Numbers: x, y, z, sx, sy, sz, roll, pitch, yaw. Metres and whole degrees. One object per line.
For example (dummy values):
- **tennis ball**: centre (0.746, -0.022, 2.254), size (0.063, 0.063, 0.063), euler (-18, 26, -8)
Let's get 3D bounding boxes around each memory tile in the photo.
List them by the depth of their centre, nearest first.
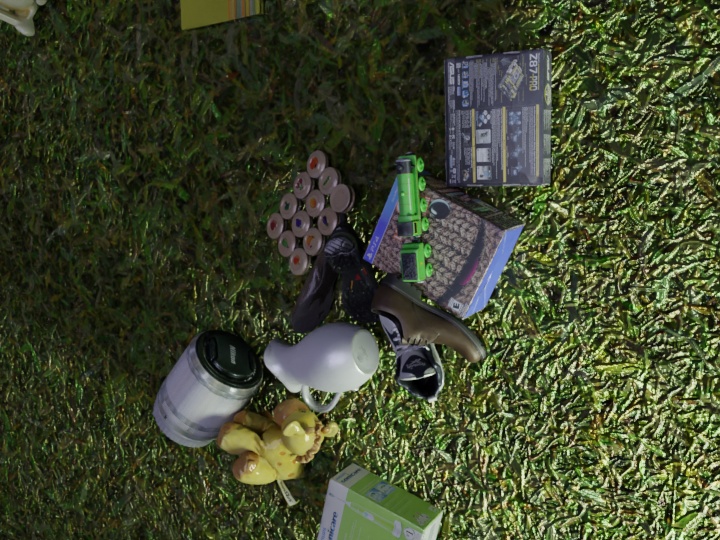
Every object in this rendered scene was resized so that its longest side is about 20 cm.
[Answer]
- **memory tile**: centre (-0.095, -0.103, 1.310), size (0.200, 0.017, 0.154), euler (-53, 53, 25)

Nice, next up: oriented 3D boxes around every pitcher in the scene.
- **pitcher**: centre (-0.055, 0.181, 1.312), size (0.199, 0.121, 0.172), euler (-16, 116, 36)

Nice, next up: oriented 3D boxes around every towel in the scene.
- **towel**: centre (-0.265, -0.513, 1.375), size (0.199, 0.018, 0.087), euler (1, 93, 31)

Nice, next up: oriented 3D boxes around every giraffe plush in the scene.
- **giraffe plush**: centre (-0.140, 0.312, 1.347), size (0.200, 0.172, 0.162), euler (46, 116, 7)

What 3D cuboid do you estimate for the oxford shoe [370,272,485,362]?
- **oxford shoe**: centre (0.103, 0.094, 1.136), size (0.199, 0.073, 0.085), euler (33, 75, 5)

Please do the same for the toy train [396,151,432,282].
- **toy train**: centre (0.077, -0.079, 1.102), size (0.041, 0.056, 0.202), euler (-2, 97, 30)

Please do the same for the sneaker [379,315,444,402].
- **sneaker**: centre (0.084, 0.126, 1.179), size (0.079, 0.130, 0.201), euler (-17, 100, 4)

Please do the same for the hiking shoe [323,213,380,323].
- **hiking shoe**: centre (0.000, 0.000, 1.256), size (0.075, 0.101, 0.201), euler (-6, 128, 17)

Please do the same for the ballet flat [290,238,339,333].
- **ballet flat**: centre (-0.078, 0.025, 1.328), size (0.046, 0.067, 0.201), euler (50, 124, 51)

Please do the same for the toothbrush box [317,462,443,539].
- **toothbrush box**: centre (0.032, 0.467, 1.311), size (0.199, 0.086, 0.147), euler (19, 107, 26)

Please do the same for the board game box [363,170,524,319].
- **board game box**: centre (0.132, -0.046, 1.165), size (0.199, 0.097, 0.160), euler (31, 112, 23)

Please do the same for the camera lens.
- **camera lens**: centre (-0.299, 0.230, 1.426), size (0.160, 0.160, 0.200), euler (47, 118, 16)

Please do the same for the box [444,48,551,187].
- **box**: centre (0.210, -0.231, 1.118), size (0.160, 0.049, 0.202), euler (2, 99, 32)

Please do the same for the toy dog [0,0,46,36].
- **toy dog**: centre (-0.731, -0.648, 1.577), size (0.200, 0.139, 0.195), euler (-41, 41, 30)
